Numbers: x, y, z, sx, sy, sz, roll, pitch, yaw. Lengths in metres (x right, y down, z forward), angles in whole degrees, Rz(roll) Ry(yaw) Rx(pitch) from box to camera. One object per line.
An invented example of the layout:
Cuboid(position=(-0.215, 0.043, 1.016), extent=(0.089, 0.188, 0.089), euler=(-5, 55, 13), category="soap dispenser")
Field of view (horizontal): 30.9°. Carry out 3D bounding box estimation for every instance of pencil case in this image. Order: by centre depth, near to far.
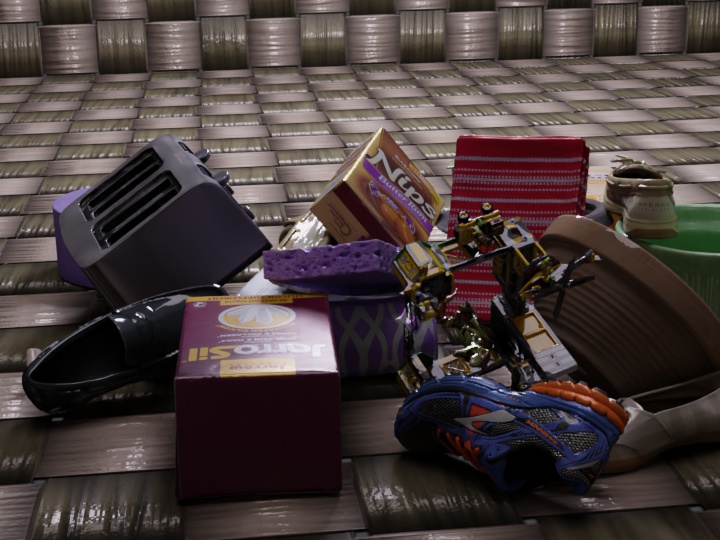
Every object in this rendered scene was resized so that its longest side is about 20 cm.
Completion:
Cuboid(position=(-0.023, 0.058, 1.221), extent=(0.198, 0.086, 0.084), euler=(-3, 16, -10), category="pencil case")

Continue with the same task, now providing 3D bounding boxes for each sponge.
Cuboid(position=(0.000, 0.000, 1.221), extent=(0.110, 0.030, 0.200), euler=(-6, -7, 21), category="sponge")

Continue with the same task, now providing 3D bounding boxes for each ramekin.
Cuboid(position=(0.363, 0.003, 1.353), extent=(0.198, 0.099, 0.200), euler=(-1, 17, 0), category="ramekin")

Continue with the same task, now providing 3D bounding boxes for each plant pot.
Cuboid(position=(0.219, 0.052, 1.141), extent=(0.093, 0.201, 0.200), euler=(-49, 32, -9), category="plant pot")

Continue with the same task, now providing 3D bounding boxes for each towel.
Cuboid(position=(0.160, -0.043, 1.358), extent=(0.143, 0.202, 0.022), euler=(4, -8, 15), category="towel")

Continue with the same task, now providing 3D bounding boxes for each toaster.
Cuboid(position=(-0.214, -0.034, 1.372), extent=(0.199, 0.119, 0.181), euler=(-38, 30, -3), category="toaster")

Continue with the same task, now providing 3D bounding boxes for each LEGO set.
Cuboid(position=(0.106, 0.060, 1.053), extent=(0.152, 0.201, 0.116), euler=(-13, 44, -21), category="LEGO set")

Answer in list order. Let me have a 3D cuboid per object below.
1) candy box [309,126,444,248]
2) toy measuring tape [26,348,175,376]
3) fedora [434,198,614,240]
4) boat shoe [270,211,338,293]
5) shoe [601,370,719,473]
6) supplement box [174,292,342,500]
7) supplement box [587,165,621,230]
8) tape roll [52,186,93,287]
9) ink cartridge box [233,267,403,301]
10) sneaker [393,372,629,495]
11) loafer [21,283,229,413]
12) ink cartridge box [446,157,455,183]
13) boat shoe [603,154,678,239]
Cuboid(position=(0.023, -0.071, 1.409), extent=(0.056, 0.117, 0.200), euler=(-37, 10, 22), category="candy box")
Cuboid(position=(-0.212, 0.065, 1.223), extent=(0.198, 0.074, 0.074), euler=(-3, 17, -16), category="toy measuring tape")
Cuboid(position=(0.186, -0.023, 1.457), extent=(0.198, 0.091, 0.177), euler=(-4, 14, 17), category="fedora")
Cuboid(position=(-0.055, -0.032, 1.391), extent=(0.066, 0.075, 0.200), euler=(7, 17, 6), category="boat shoe")
Cuboid(position=(0.232, 0.119, 1.056), extent=(0.198, 0.054, 0.070), euler=(-8, 18, -21), category="shoe")
Cuboid(position=(-0.084, 0.096, 1.066), extent=(0.129, 0.104, 0.200), euler=(-1, 17, -5), category="supplement box")
Cuboid(position=(0.284, -0.078, 1.665), extent=(0.125, 0.074, 0.200), euler=(-2, 17, -5), category="supplement box")
Cuboid(position=(-0.269, -0.046, 1.581), extent=(0.198, 0.086, 0.200), euler=(0, 16, 0), category="tape roll")
Cuboid(position=(-0.021, 0.029, 1.389), extent=(0.198, 0.041, 0.200), euler=(3, 17, 14), category="ink cartridge box")
Cuboid(position=(0.104, 0.128, 1.000), extent=(0.199, 0.075, 0.079), euler=(-5, 51, 40), category="sneaker")
Cuboid(position=(-0.203, 0.066, 1.154), extent=(0.199, 0.069, 0.070), euler=(-25, -12, -15), category="loafer")
Cuboid(position=(0.160, -0.107, 1.490), extent=(0.103, 0.060, 0.200), euler=(-4, 10, 11), category="ink cartridge box")
Cuboid(position=(0.298, -0.086, 1.366), extent=(0.072, 0.063, 0.200), euler=(-2, 17, 1), category="boat shoe")
